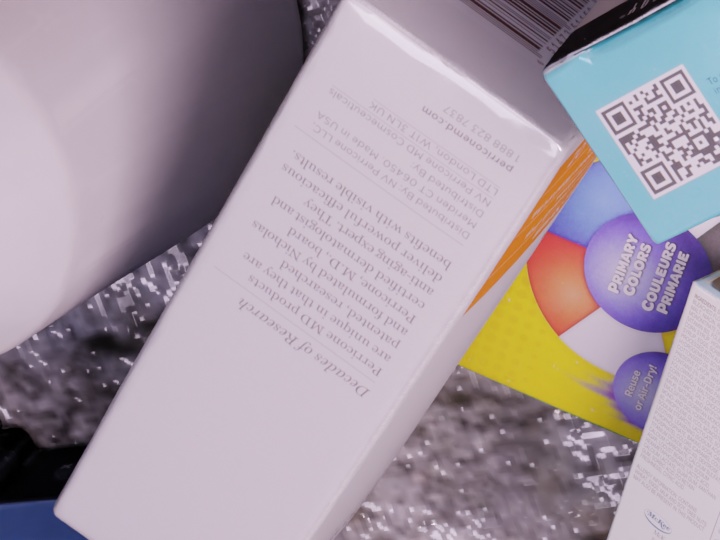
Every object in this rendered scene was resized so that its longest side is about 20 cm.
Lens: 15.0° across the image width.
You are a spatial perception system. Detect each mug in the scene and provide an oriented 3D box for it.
[{"bbox_3d":[-0.123,-0.035,0.820,0.149,0.153,0.187,41,123,-2],"label":"mug"}]

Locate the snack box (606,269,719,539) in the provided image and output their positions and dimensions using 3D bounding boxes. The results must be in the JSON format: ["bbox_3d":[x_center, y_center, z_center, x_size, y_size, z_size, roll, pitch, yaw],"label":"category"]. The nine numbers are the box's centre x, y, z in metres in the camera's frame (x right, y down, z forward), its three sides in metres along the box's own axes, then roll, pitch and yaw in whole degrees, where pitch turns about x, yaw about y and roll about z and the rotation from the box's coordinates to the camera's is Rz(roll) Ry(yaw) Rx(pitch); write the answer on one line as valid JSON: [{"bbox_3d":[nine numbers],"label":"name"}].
[{"bbox_3d":[0.159,0.095,0.740,0.200,0.037,0.116,36,127,30],"label":"snack box"}]

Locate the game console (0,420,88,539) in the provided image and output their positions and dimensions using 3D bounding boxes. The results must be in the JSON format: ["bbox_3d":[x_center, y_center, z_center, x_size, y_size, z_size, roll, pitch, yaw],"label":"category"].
[{"bbox_3d":[-0.139,0.066,0.847,0.172,0.200,0.119,-7,113,25],"label":"game console"}]

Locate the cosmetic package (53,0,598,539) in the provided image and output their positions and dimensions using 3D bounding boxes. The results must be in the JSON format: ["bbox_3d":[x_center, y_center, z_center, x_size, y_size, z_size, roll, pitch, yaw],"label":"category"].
[{"bbox_3d":[0.000,0.000,0.764,0.071,0.101,0.200,36,126,6],"label":"cosmetic package"}]

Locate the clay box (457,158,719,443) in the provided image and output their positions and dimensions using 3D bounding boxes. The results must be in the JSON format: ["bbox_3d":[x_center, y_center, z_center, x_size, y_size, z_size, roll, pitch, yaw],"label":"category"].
[{"bbox_3d":[0.081,-0.012,0.811,0.200,0.048,0.115,22,122,10],"label":"clay box"}]

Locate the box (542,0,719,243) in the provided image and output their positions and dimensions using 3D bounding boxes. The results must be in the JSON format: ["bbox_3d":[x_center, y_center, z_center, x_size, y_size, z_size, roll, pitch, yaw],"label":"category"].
[{"bbox_3d":[0.117,-0.081,0.672,0.082,0.200,0.049,-28,102,31],"label":"box"}]
